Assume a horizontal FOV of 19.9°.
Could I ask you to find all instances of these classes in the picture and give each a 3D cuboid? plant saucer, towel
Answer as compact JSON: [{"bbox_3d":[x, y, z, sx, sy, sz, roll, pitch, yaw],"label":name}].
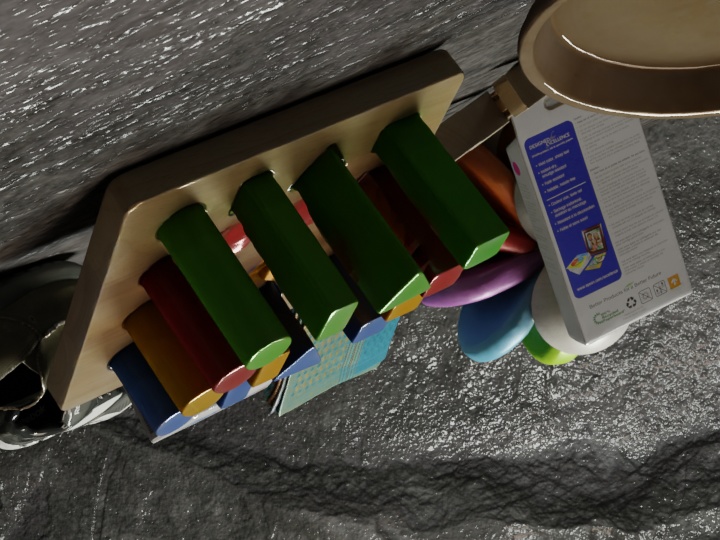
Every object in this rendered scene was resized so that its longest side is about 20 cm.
[{"bbox_3d":[0.170,-0.121,0.940,0.200,0.029,0.200,-4,160,-2],"label":"plant saucer"},{"bbox_3d":[0.000,0.000,1.477,0.147,0.022,0.200,-23,137,-52],"label":"towel"}]

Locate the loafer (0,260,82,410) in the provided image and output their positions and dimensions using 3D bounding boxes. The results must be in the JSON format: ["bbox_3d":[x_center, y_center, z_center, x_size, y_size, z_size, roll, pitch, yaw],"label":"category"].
[{"bbox_3d":[-0.198,0.045,1.103,0.075,0.070,0.200,-26,178,26],"label":"loafer"}]

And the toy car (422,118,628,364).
[{"bbox_3d":[0.110,-0.017,1.574,0.150,0.200,0.175,-15,-166,-19],"label":"toy car"}]

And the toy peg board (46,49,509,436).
[{"bbox_3d":[-0.036,0.012,1.032,0.200,0.098,0.199,-24,158,-30],"label":"toy peg board"}]

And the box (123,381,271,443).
[{"bbox_3d":[-0.088,0.035,1.582,0.200,0.113,0.101,-25,176,-29],"label":"box"}]

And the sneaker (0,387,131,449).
[{"bbox_3d":[-0.306,0.139,2.220,0.200,0.067,0.090,-22,179,-21],"label":"sneaker"}]

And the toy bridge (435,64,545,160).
[{"bbox_3d":[0.069,-0.091,1.334,0.067,0.027,0.200,-38,-179,-34],"label":"toy bridge"}]

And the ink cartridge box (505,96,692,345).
[{"bbox_3d":[0.167,-0.055,1.473,0.095,0.200,0.037,-25,-159,-14],"label":"ink cartridge box"}]
